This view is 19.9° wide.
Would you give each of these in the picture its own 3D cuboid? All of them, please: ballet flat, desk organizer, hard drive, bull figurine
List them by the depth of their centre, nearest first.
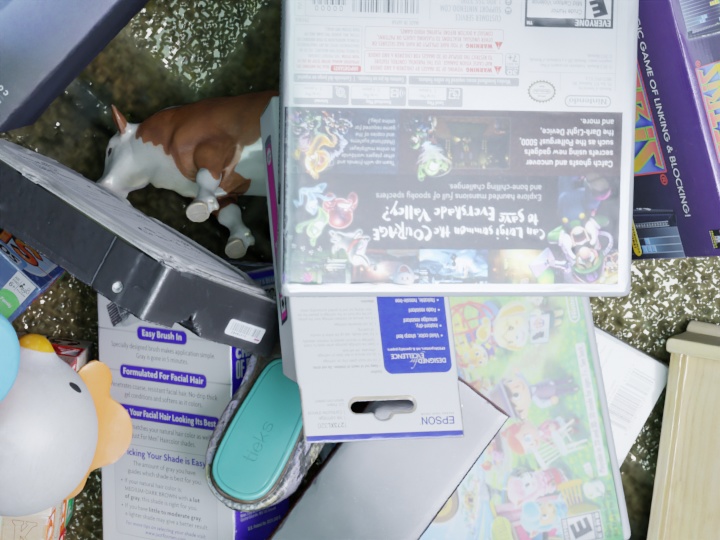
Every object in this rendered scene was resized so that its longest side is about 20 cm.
[{"bbox_3d":[-0.148,-0.021,1.158,0.199,0.139,0.038,30,94,30],"label":"hard drive"},{"bbox_3d":[-0.030,0.051,1.203,0.072,0.072,0.201,30,78,-3],"label":"ballet flat"},{"bbox_3d":[-0.004,0.140,1.209,0.071,0.077,0.201,36,90,-6],"label":"desk organizer"},{"bbox_3d":[-0.064,-0.067,1.246,0.198,0.122,0.065,-14,134,-4],"label":"bull figurine"}]

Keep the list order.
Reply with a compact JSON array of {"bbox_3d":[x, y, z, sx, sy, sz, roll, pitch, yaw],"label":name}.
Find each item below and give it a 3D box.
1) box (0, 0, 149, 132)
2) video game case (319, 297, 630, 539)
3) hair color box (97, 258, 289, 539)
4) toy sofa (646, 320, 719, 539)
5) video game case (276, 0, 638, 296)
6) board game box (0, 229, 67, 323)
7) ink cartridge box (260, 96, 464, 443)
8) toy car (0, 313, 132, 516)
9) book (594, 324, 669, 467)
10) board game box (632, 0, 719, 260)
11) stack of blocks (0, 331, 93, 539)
[{"bbox_3d":[-0.210,-0.221,1.221,0.200,0.123,0.198,44,97,-4],"label":"box"},{"bbox_3d":[0.061,0.085,1.260,0.180,0.022,0.202,-11,96,-4],"label":"video game case"},{"bbox_3d":[-0.102,0.094,1.261,0.109,0.065,0.202,6,101,35],"label":"hair color box"},{"bbox_3d":[0.229,0.137,1.286,0.082,0.097,0.202,9,98,23],"label":"toy sofa"},{"bbox_3d":[0.053,-0.077,1.121,0.198,0.023,0.184,0,94,-11],"label":"video game case"},{"bbox_3d":[-0.258,-0.059,1.233,0.200,0.135,0.034,44,102,-5],"label":"board game box"},{"bbox_3d":[0.000,0.000,1.152,0.094,0.037,0.202,-1,71,-17],"label":"ink cartridge box"},{"bbox_3d":[-0.208,0.069,1.133,0.199,0.184,0.179,5,104,-42],"label":"toy car"},{"bbox_3d":[0.078,0.071,1.291,0.199,0.048,0.134,29,94,-4],"label":"book"},{"bbox_3d":[0.166,-0.108,1.206,0.056,0.165,0.202,-18,96,-25],"label":"board game box"},{"bbox_3d":[-0.212,0.148,1.267,0.058,0.115,0.202,7,98,0],"label":"stack of blocks"}]
